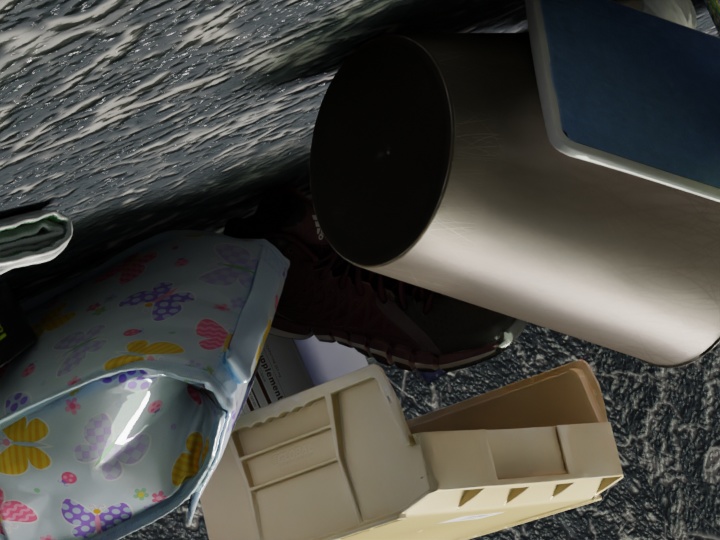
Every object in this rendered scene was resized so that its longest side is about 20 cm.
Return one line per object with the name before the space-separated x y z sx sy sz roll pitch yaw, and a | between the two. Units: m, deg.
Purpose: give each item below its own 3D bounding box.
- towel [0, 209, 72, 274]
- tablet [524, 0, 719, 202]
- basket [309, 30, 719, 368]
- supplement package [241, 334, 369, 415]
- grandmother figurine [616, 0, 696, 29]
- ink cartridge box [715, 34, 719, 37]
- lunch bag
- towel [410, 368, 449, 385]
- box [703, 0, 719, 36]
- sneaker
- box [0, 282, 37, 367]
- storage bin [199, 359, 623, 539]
towel | -0.254 0.028 1.107 0.200 0.031 0.149 -28 172 39
tablet | 0.174 -0.073 1.057 0.200 0.130 0.014 16 132 -18
basket | 0.086 -0.049 1.088 0.200 0.181 0.136 8 170 -37
supplement package | -0.116 0.081 1.581 0.200 0.147 0.191 -25 174 11
grandmother figurine | 0.100 -0.106 1.234 0.200 0.061 0.121 -27 -158 -1
ink cartridge box | 0.203 -0.067 1.332 0.160 0.047 0.200 -37 159 3
lunch bag | -0.136 0.074 1.293 0.200 0.127 0.170 -29 -157 22
towel | 0.059 -0.003 1.510 0.200 0.145 0.024 -29 149 -40
box | 0.248 -0.162 0.955 0.200 0.122 0.193 -25 175 6
sneaker | 0.000 0.000 1.352 0.200 0.076 0.116 4 146 24
box | -0.302 0.090 1.211 0.200 0.048 0.193 -26 -170 22
storage bin | 0.028 0.122 1.373 0.198 0.094 0.200 -24 163 40
